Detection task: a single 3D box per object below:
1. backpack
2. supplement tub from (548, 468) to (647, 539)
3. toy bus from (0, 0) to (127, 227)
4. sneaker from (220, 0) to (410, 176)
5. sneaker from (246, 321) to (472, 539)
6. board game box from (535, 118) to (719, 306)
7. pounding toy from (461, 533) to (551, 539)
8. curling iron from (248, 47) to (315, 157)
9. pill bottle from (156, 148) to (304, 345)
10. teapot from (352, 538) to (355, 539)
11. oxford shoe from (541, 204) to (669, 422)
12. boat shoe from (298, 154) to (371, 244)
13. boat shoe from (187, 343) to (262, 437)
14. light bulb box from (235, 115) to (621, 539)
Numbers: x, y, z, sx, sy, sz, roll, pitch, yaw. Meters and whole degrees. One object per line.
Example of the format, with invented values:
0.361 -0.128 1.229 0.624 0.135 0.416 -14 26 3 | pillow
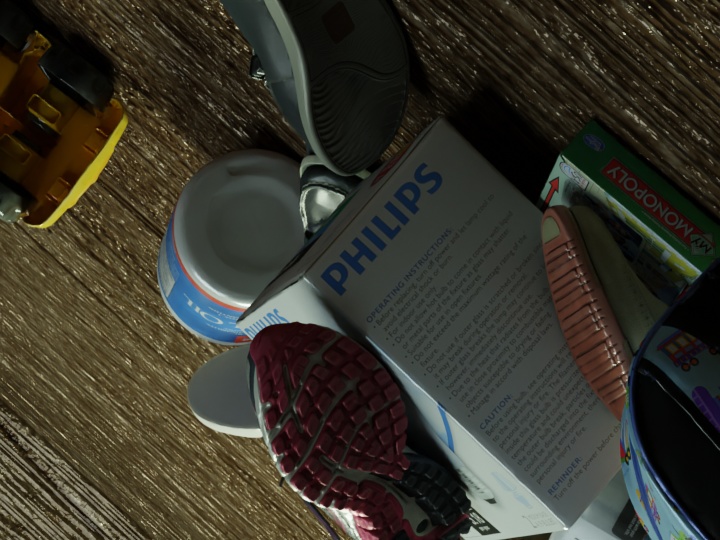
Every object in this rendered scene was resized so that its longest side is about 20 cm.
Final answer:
0.206 0.092 1.176 0.200 0.183 0.135 46 158 -2 | backpack
0.218 0.171 1.437 0.200 0.123 0.123 31 162 13 | supplement tub
-0.269 -0.118 1.900 0.200 0.136 0.192 37 177 11 | toy bus
-0.041 -0.147 1.369 0.106 0.075 0.200 35 154 42 | sneaker
-0.015 0.098 1.348 0.075 0.081 0.200 29 159 42 | sneaker
0.152 0.002 1.352 0.135 0.029 0.200 41 164 8 | board game box
0.104 0.159 1.645 0.200 0.184 0.142 40 164 -21 | pounding toy
-0.034 -0.098 1.532 0.049 0.026 0.200 1 160 6 | curling iron
-0.085 -0.008 1.745 0.112 0.112 0.200 42 165 2 | pill bottle
0.074 0.218 1.907 0.200 0.146 0.197 0 170 19 | teapot
0.160 0.048 1.288 0.200 0.074 0.071 62 168 0 | oxford shoe
-0.002 0.000 1.618 0.074 0.066 0.199 15 155 20 | boat shoe
-0.019 0.098 1.791 0.200 0.075 0.093 -5 150 16 | boat shoe
0.055 0.041 1.405 0.200 0.125 0.198 43 164 -4 | light bulb box
